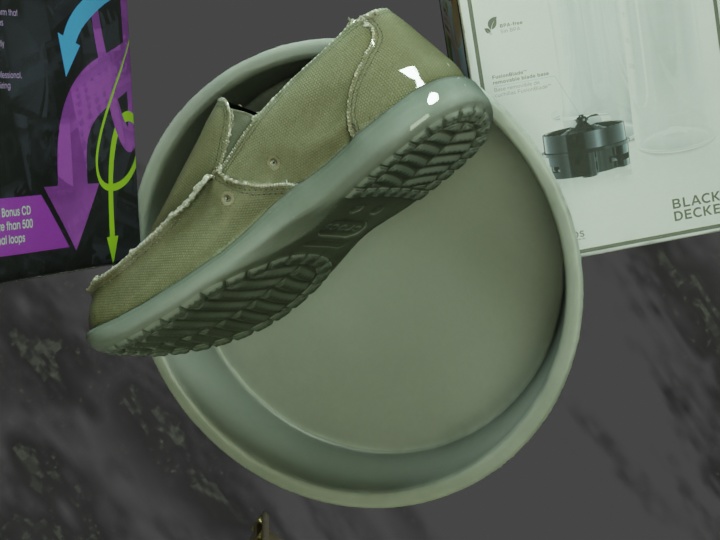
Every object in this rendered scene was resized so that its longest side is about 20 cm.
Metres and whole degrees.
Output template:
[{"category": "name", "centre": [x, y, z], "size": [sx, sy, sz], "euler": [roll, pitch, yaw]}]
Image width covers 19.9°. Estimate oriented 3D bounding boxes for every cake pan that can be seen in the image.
[{"category": "cake pan", "centre": [0.000, 0.000, 0.865], "size": [0.199, 0.037, 0.201], "euler": [5, 105, 18]}]

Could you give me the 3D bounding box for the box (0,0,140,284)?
[{"category": "box", "centre": [-0.136, -0.097, 0.805], "size": [0.036, 0.143, 0.201], "euler": [-3, 94, 21]}]

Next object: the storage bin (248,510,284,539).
[{"category": "storage bin", "centre": [-0.061, 0.227, 0.854], "size": [0.094, 0.199, 0.200], "euler": [37, 95, -7]}]

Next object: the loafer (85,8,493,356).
[{"category": "loafer", "centre": [-0.036, -0.032, 0.818], "size": [0.200, 0.075, 0.070], "euler": [-35, 69, 23]}]

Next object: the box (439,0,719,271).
[{"category": "box", "centre": [0.095, -0.110, 0.878], "size": [0.116, 0.060, 0.201], "euler": [-11, 102, -4]}]
